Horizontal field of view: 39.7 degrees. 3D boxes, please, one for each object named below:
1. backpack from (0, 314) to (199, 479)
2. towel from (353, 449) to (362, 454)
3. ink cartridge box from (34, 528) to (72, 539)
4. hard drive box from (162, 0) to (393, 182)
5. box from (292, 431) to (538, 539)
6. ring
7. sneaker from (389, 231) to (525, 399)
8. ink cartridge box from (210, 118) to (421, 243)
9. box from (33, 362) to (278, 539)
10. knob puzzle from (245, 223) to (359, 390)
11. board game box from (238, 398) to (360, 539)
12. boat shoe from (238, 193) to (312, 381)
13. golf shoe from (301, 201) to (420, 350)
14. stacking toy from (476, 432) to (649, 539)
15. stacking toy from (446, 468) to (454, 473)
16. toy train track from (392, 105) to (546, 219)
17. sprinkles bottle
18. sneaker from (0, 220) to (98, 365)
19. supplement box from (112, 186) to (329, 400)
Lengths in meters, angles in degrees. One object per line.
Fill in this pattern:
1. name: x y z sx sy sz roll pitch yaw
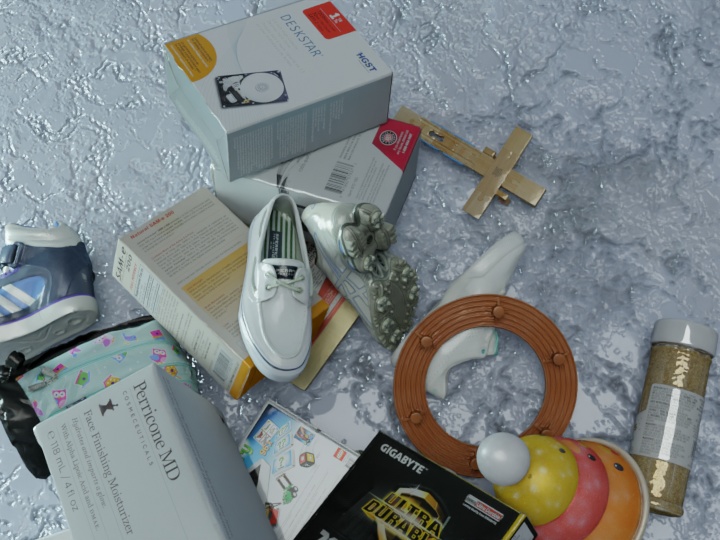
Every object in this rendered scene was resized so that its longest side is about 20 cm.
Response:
1. backpack: -0.274 0.137 1.064 0.199 0.167 0.127 -23 68 -18
2. towel: -0.075 0.301 1.063 0.199 0.035 0.194 -12 76 2
3. ink cartridge box: -0.275 0.364 1.037 0.145 0.084 0.201 -19 76 -1
4. hard drive box: -0.090 -0.203 1.083 0.199 0.077 0.156 -24 58 -22
5. box: 0.045 0.263 0.959 0.200 0.049 0.160 23 68 45
6. ring: 0.134 0.125 1.065 0.199 0.019 0.202 0 95 -1
7. sneaker: 0.127 0.052 1.098 0.088 0.075 0.200 41 92 8
8. ink cartridge box: -0.048 -0.112 1.118 0.199 0.084 0.146 17 54 9
9. box: -0.180 0.223 0.941 0.130 0.200 0.199 -29 65 0
10. knob puzzle: -0.091 0.012 1.139 0.218 0.030 0.221 -1 77 4
11. board game box: -0.097 0.253 1.049 0.126 0.035 0.200 30 77 12
12. boat shoe: -0.085 0.011 1.005 0.073 0.067 0.201 2 55 -20
13. golf shoe: 0.000 0.000 1.069 0.097 0.201 0.078 18 53 36
14. stacking toy: 0.179 0.208 0.967 0.146 0.200 0.147 -21 53 30
15. stacking toy: 0.098 0.294 1.008 0.145 0.146 0.201 -16 61 0
16. toy train track: 0.126 -0.131 1.161 0.200 0.033 0.115 33 88 17
17. sprinkles bottle: 0.325 0.154 1.052 0.068 0.068 0.201 14 77 8
18. sneaker: -0.402 0.022 1.142 0.199 0.081 0.147 -23 67 2
19. supplement box: -0.150 0.021 1.064 0.200 0.074 0.126 43 52 13
